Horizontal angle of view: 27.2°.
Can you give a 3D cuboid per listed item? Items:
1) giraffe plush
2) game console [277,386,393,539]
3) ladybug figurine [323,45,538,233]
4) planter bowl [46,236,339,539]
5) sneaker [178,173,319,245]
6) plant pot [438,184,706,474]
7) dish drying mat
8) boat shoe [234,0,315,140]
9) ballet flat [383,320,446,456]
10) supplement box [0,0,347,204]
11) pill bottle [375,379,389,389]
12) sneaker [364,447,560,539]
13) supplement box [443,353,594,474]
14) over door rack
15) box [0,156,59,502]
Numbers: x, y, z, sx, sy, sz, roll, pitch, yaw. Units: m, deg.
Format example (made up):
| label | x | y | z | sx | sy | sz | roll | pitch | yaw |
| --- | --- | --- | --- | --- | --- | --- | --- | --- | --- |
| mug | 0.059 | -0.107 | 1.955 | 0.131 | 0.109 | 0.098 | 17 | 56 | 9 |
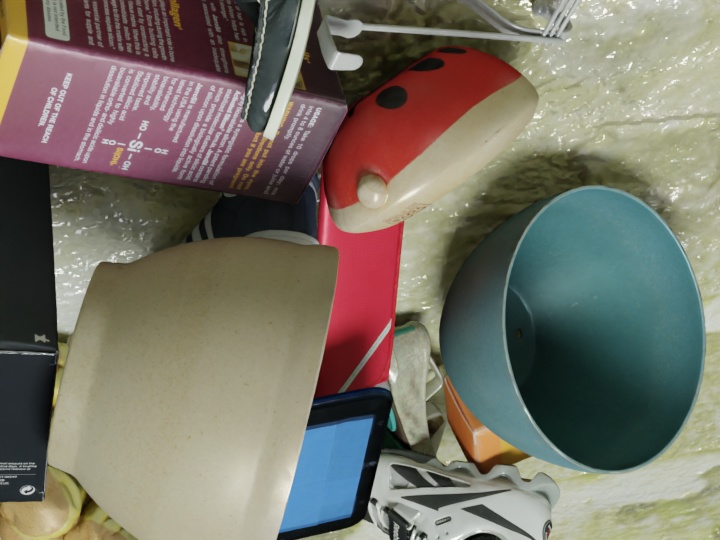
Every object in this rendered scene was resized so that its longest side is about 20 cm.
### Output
| label | x | y | z | sx | sy | sz | roll | pitch | yaw |
| --- | --- | --- | --- | --- | --- | --- | --- | --- | --- |
| giraffe plush | -0.218 | 0.156 | 1.123 | 0.162 | 0.173 | 0.200 | -39 | 171 | 39 |
| game console | -0.063 | 0.184 | 1.028 | 0.118 | 0.171 | 0.200 | 15 | 143 | 5 |
| ladybug figurine | 0.036 | -0.086 | 0.913 | 0.135 | 0.200 | 0.072 | -29 | 98 | 27 |
| planter bowl | -0.101 | 0.068 | 0.853 | 0.134 | 0.201 | 0.201 | 14 | 134 | -4 |
| sneaker | -0.085 | -0.033 | 1.007 | 0.070 | 0.109 | 0.200 | 10 | 163 | -30 |
| plant pot | 0.134 | 0.047 | 1.088 | 0.199 | 0.201 | 0.134 | 19 | 163 | -34 |
| dish drying mat | 0.000 | 0.000 | 1.033 | 0.077 | 0.018 | 0.201 | -17 | 125 | -36 |
| boat shoe | -0.052 | -0.172 | 0.791 | 0.066 | 0.075 | 0.200 | 11 | 92 | -9 |
| ballet flat | 0.043 | 0.116 | 1.208 | 0.062 | 0.067 | 0.200 | -28 | 143 | -16 |
| supplement box | -0.120 | -0.118 | 0.859 | 0.199 | 0.111 | 0.086 | 9 | 134 | -26 |
| pill bottle | -0.061 | 0.138 | 1.156 | 0.104 | 0.105 | 0.200 | 7 | 142 | -25 |
| sneaker | 0.050 | 0.195 | 1.171 | 0.199 | 0.089 | 0.074 | 1 | 140 | 24 |
| supplement box | 0.169 | 0.090 | 1.196 | 0.199 | 0.069 | 0.067 | -19 | 140 | -8 |
| over door rack | 0.072 | -0.197 | 0.855 | 0.199 | 0.067 | 0.148 | -12 | 144 | -38 |
| box | -0.228 | 0.019 | 0.904 | 0.078 | 0.201 | 0.142 | 3 | 135 | -17 |
